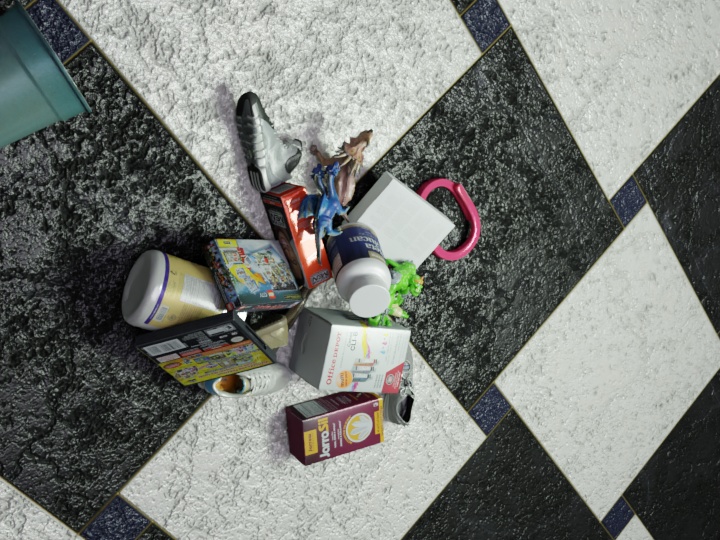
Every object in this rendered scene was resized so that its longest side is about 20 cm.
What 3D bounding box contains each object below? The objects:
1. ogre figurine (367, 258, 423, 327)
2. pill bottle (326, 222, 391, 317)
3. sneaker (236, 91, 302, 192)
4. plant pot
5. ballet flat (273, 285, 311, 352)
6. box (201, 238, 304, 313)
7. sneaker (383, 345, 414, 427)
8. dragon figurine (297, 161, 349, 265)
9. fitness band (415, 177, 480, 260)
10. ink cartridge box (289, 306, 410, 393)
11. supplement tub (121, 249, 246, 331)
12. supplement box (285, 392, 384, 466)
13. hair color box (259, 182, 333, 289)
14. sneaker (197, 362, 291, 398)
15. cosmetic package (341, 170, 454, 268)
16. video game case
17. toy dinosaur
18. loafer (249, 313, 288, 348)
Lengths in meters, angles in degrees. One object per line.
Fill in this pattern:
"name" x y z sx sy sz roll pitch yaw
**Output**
"ogre figurine" 0.071 0.045 1.752 0.200 0.098 0.120 -6 121 -54
"pill bottle" 0.000 0.000 1.666 0.111 0.200 0.111 -7 129 -9
"sneaker" -0.171 -0.261 1.616 0.115 0.075 0.200 -23 122 -30
"plant pot" -0.566 -0.288 1.306 0.196 0.200 0.200 -35 117 -11
"ballet flat" -0.157 0.097 1.713 0.046 0.067 0.200 31 88 0
"box" -0.202 0.009 1.580 0.200 0.038 0.137 -1 65 -59
"sneaker" 0.101 0.260 1.884 0.075 0.082 0.200 -8 105 -29
"dragon figurine" -0.079 -0.113 1.583 0.099 0.059 0.200 44 59 -42
"fitness band" 0.194 -0.117 1.883 0.144 0.037 0.200 -41 117 -14
"ink cartridge box" -0.024 0.169 1.752 0.200 0.145 0.145 7 99 -31
"supplement tub" -0.327 0.056 1.546 0.200 0.145 0.146 21 90 -33
"supplement box" -0.054 0.338 1.808 0.200 0.086 0.110 -11 107 -28
"hair color box" -0.128 -0.072 1.660 0.061 0.101 0.200 -27 113 -24
"sneaker" -0.227 0.228 1.683 0.200 0.081 0.077 0 100 -32
"cosmetic package" 0.082 -0.099 1.782 0.200 0.052 0.151 34 103 -32
"video game case" -0.283 0.148 1.534 0.200 0.026 0.181 -15 144 14
"toy dinosaur" -0.034 -0.186 1.669 0.086 0.136 0.200 -7 105 -29
"loafer" -0.232 0.153 1.641 0.200 0.076 0.067 -22 105 -1
